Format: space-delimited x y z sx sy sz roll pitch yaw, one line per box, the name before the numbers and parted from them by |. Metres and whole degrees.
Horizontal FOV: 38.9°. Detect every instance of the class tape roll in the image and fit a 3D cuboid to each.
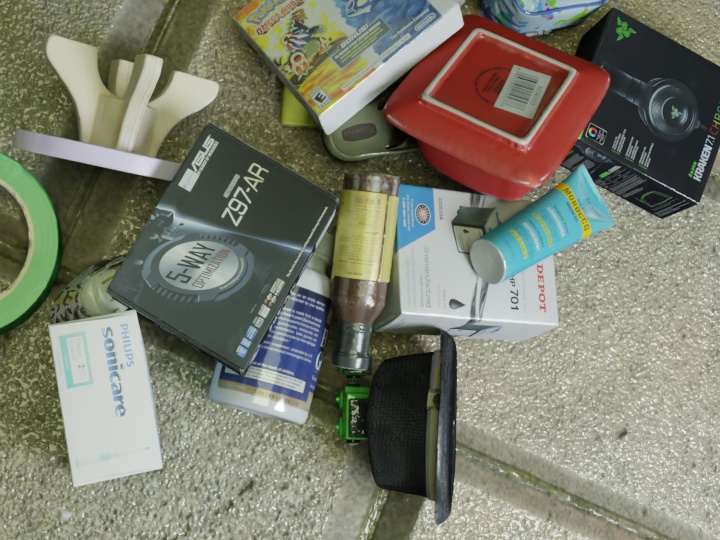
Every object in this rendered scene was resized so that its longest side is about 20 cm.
tape roll | -0.415 -0.028 1.069 0.196 0.048 0.205 2 82 -12

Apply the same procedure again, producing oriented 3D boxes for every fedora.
fedora | 0.055 0.165 1.090 0.090 0.201 0.205 1 81 9

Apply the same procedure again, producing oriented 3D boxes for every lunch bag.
lunch bag | 0.211 -0.391 1.234 0.158 0.082 0.204 -15 85 -23

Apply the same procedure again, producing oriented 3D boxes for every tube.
tube | 0.203 -0.047 1.119 0.198 0.050 0.079 -29 95 -35

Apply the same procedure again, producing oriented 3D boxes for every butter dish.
butter dish | 0.148 -0.156 1.138 0.197 0.149 0.201 27 58 18

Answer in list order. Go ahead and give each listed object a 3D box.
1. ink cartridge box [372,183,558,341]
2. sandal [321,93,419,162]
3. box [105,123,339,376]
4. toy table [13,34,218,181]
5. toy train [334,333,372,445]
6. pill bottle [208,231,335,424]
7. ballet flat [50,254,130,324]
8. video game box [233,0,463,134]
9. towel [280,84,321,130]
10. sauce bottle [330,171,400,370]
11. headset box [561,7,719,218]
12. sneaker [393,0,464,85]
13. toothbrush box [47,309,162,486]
ink cartridge box | 0.113 -0.006 1.136 0.196 0.086 0.150 4 73 -21
sandal | 0.050 -0.174 1.181 0.198 0.057 0.081 -23 88 -24
box | -0.135 -0.022 1.027 0.158 0.044 0.202 30 79 1
toy table | -0.250 -0.164 1.067 0.197 0.183 0.120 11 94 -37
toy train | -0.005 0.092 1.135 0.041 0.056 0.205 2 82 -11
pill bottle | -0.087 0.054 1.095 0.109 0.111 0.204 16 79 -9
ballet flat | -0.240 0.009 1.091 0.198 0.072 0.073 -25 87 -14
video game box | -0.015 -0.279 1.141 0.199 0.047 0.183 -39 62 -4
towel | -0.046 -0.265 1.201 0.084 0.018 0.204 4 81 -7
sauce bottle | 0.000 0.000 1.064 0.063 0.065 0.204 8 91 -11
headset box | 0.330 -0.190 1.231 0.197 0.093 0.177 27 76 -7
sneaker | 0.070 -0.301 1.190 0.075 0.087 0.201 40 75 -10
toothbrush box | -0.246 0.127 1.004 0.084 0.200 0.150 -10 84 -13
